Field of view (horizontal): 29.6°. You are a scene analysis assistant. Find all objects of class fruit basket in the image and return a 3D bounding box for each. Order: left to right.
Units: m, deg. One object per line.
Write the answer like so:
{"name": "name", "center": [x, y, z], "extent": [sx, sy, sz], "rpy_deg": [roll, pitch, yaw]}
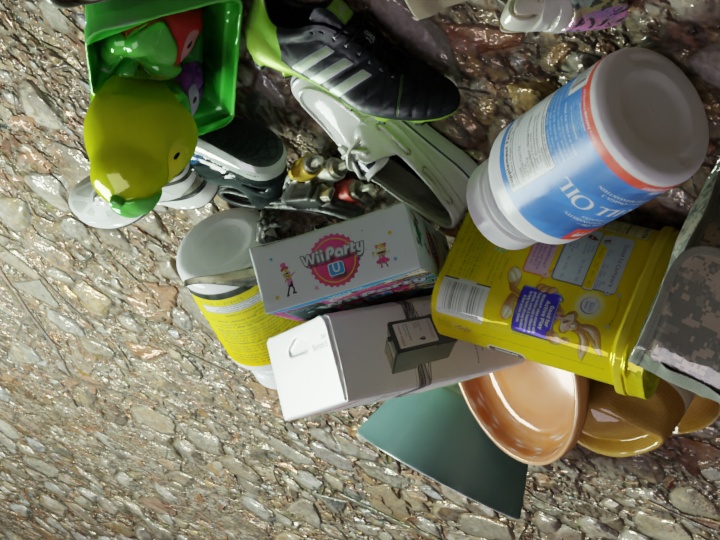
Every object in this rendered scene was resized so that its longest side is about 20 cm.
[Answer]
{"name": "fruit basket", "center": [-0.173, -0.149, 1.167], "extent": [0.215, 0.154, 0.217], "rpy_deg": [163, 90, -75]}

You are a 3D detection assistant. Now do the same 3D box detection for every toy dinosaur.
{"name": "toy dinosaur", "center": [-0.075, -0.013, 1.375], "extent": [0.199, 0.048, 0.089], "rpy_deg": [1, 125, -28]}

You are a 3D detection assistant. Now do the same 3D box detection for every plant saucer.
{"name": "plant saucer", "center": [0.159, 0.090, 1.338], "extent": [0.200, 0.037, 0.202], "rpy_deg": [33, 131, 49]}

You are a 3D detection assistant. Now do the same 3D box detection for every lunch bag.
{"name": "lunch bag", "center": [0.313, 0.023, 1.048], "extent": [0.163, 0.201, 0.118], "rpy_deg": [25, 149, 8]}

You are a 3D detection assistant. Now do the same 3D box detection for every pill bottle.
{"name": "pill bottle", "center": [-0.114, 0.037, 1.491], "extent": [0.112, 0.113, 0.201], "rpy_deg": [8, 142, 31]}
{"name": "pill bottle", "center": [0.172, -0.087, 1.090], "extent": [0.112, 0.113, 0.200], "rpy_deg": [37, 148, -13]}

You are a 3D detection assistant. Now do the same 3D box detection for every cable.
{"name": "cable", "center": [-0.063, -0.083, 1.373], "extent": [0.097, 0.051, 0.199], "rpy_deg": [29, 166, -34]}

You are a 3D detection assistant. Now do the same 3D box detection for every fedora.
{"name": "fedora", "center": [0.254, 0.129, 1.356], "extent": [0.199, 0.082, 0.201], "rpy_deg": [20, 148, 13]}

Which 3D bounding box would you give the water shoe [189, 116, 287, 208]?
{"name": "water shoe", "center": [-0.161, -0.122, 1.319], "extent": [0.199, 0.072, 0.079], "rpy_deg": [29, 144, 21]}

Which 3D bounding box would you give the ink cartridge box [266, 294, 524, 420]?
{"name": "ink cartridge box", "center": [0.031, 0.078, 1.304], "extent": [0.145, 0.199, 0.085], "rpy_deg": [-27, 75, 60]}

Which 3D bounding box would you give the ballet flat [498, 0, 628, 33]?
{"name": "ballet flat", "center": [0.101, -0.219, 0.997], "extent": [0.199, 0.071, 0.069], "rpy_deg": [32, 148, -5]}

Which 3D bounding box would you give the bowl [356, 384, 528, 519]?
{"name": "bowl", "center": [0.107, 0.178, 1.485], "extent": [0.200, 0.106, 0.201], "rpy_deg": [29, 177, 2]}

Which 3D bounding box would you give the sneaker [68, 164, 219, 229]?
{"name": "sneaker", "center": [-0.251, -0.102, 1.409], "extent": [0.199, 0.076, 0.115], "rpy_deg": [-9, 157, 33]}

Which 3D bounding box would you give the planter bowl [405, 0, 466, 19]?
{"name": "planter bowl", "center": [0.076, -0.272, 0.854], "extent": [0.134, 0.201, 0.201], "rpy_deg": [-12, 136, 11]}

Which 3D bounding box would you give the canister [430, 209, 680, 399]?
{"name": "canister", "center": [0.178, 0.015, 1.196], "extent": [0.199, 0.149, 0.087], "rpy_deg": [16, 155, 25]}

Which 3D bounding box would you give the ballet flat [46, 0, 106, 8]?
{"name": "ballet flat", "center": [-0.158, -0.245, 1.070], "extent": [0.198, 0.064, 0.068], "rpy_deg": [-16, 120, -8]}

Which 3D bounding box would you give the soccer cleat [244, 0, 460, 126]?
{"name": "soccer cleat", "center": [-0.008, -0.183, 1.147], "extent": [0.199, 0.068, 0.081], "rpy_deg": [22, 135, 12]}

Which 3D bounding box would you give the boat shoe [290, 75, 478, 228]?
{"name": "boat shoe", "center": [0.016, -0.110, 1.224], "extent": [0.199, 0.066, 0.072], "rpy_deg": [37, 148, -12]}

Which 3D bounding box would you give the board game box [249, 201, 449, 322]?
{"name": "board game box", "center": [0.000, 0.000, 1.256], "extent": [0.146, 0.065, 0.200], "rpy_deg": [-16, 169, 12]}
